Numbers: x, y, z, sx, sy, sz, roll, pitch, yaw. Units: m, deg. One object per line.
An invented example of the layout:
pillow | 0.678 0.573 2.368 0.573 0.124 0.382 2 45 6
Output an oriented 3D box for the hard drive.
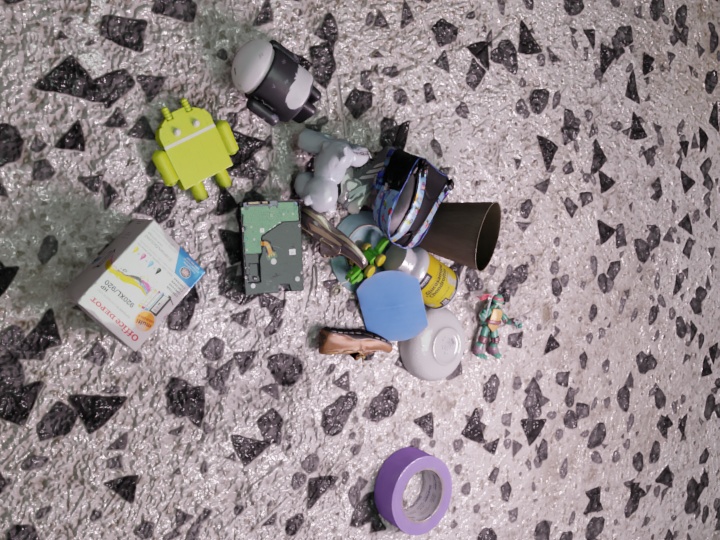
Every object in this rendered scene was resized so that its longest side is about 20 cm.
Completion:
hard drive | -0.198 -0.052 1.453 0.137 0.038 0.204 -6 97 -22

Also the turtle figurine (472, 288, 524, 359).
turtle figurine | 0.374 0.142 1.818 0.147 0.101 0.204 7 105 -18

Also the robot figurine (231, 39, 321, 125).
robot figurine | -0.182 -0.400 1.404 0.198 0.151 0.125 30 114 -31

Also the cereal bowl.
cereal bowl | 0.201 0.192 1.718 0.197 0.083 0.205 -2 94 -32

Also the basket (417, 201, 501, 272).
basket | 0.228 -0.101 1.628 0.183 0.197 0.136 -65 147 -20

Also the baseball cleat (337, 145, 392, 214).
baseball cleat | 0.009 -0.237 1.570 0.106 0.069 0.202 39 70 -25

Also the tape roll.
tape roll | 0.138 0.570 1.702 0.197 0.084 0.205 -2 94 -34

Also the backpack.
backpack | 0.105 -0.163 1.546 0.181 0.133 0.203 20 96 -53

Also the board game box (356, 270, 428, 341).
board game box | 0.079 0.080 1.614 0.155 0.039 0.203 -9 117 12

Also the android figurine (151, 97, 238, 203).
android figurine | -0.343 -0.250 1.357 0.181 0.041 0.203 -31 111 -27

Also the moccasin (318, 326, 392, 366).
moccasin | -0.010 0.186 1.586 0.199 0.073 0.079 7 99 -36

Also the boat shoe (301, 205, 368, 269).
boat shoe | -0.070 -0.065 1.518 0.199 0.075 0.074 41 92 -2

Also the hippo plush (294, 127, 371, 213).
hippo plush | -0.063 -0.212 1.472 0.158 0.199 0.164 5 109 -45

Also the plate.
plate | 0.014 -0.044 1.612 0.197 0.025 0.205 -3 96 -33

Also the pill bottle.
pill bottle | 0.150 0.010 1.644 0.199 0.111 0.114 32 77 -36

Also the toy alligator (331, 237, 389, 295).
toy alligator | 0.000 0.000 1.563 0.200 0.059 0.055 -46 156 -22

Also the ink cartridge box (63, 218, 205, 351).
ink cartridge box | -0.431 0.024 1.254 0.201 0.144 0.148 -51 118 -18
